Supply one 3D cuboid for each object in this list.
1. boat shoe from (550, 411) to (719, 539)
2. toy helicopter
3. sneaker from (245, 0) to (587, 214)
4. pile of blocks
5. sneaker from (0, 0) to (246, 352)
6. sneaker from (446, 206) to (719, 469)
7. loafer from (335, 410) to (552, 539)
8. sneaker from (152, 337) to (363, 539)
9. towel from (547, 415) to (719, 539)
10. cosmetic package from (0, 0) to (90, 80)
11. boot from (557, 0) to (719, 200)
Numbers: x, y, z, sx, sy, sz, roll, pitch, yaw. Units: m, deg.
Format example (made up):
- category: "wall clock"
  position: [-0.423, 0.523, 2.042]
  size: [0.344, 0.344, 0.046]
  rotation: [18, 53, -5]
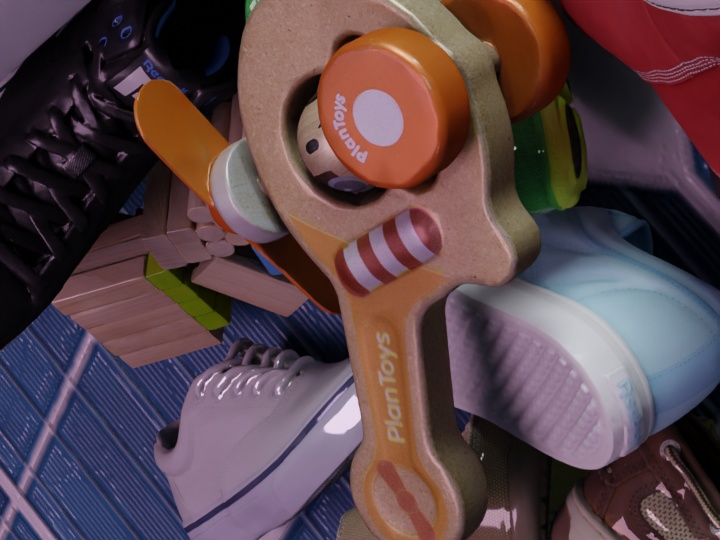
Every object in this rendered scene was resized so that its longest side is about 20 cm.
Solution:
- category: "boat shoe"
  position: [0.160, 0.121, 0.882]
  size: [0.202, 0.075, 0.075]
  rotation: [37, 109, 10]
- category: "toy helicopter"
  position: [0.000, 0.000, 0.852]
  size: [0.132, 0.079, 0.201]
  rotation: [6, 114, 34]
- category: "sneaker"
  position: [0.007, -0.087, 0.909]
  size: [0.200, 0.084, 0.074]
  rotation: [51, 180, 23]
- category: "pile of blocks"
  position: [-0.047, -0.032, 1.054]
  size: [0.200, 0.082, 0.062]
  rotation: [-37, 40, 44]
- category: "sneaker"
  position: [-0.105, -0.050, 0.976]
  size: [0.073, 0.200, 0.112]
  rotation: [37, 163, -18]
- category: "sneaker"
  position: [0.059, 0.006, 0.929]
  size: [0.200, 0.082, 0.074]
  rotation: [36, 143, 48]
- category: "loafer"
  position: [0.024, 0.114, 0.982]
  size: [0.067, 0.076, 0.200]
  rotation: [11, 145, -7]
- category: "sneaker"
  position: [-0.037, 0.062, 1.074]
  size: [0.071, 0.073, 0.200]
  rotation: [51, 144, 2]
- category: "towel"
  position: [0.117, 0.149, 0.991]
  size: [0.143, 0.023, 0.200]
  rotation: [-19, 96, 54]
- category: "cosmetic package"
  position: [-0.126, -0.139, 0.894]
  size: [0.200, 0.113, 0.081]
  rotation: [-35, 70, 29]
- category: "boot"
  position: [0.129, -0.057, 0.757]
  size: [0.144, 0.072, 0.200]
  rotation: [52, 173, -11]
